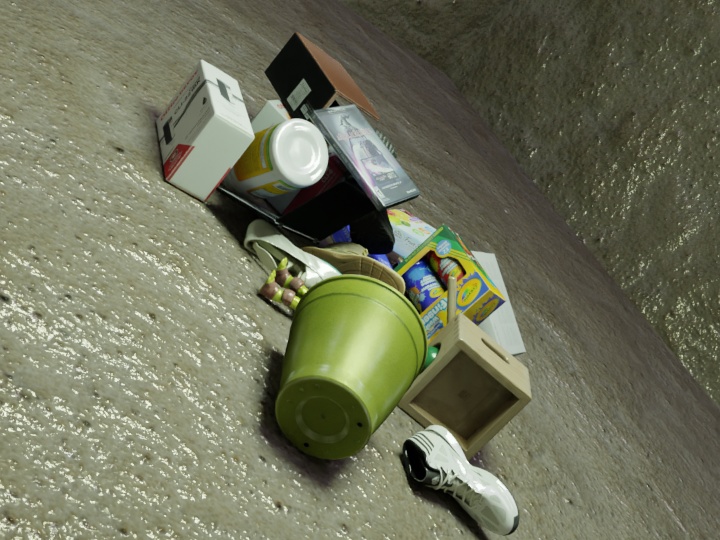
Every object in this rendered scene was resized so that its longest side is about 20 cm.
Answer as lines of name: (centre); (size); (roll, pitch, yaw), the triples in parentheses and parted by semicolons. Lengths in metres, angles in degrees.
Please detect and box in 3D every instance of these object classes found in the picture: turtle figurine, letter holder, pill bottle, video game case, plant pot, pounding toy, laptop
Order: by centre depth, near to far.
plant pot: (-0.026, 0.141, 1.302); (0.200, 0.200, 0.193); (40, 32, -7)
turtle figurine: (-0.071, 0.051, 1.529); (0.160, 0.065, 0.200); (36, 45, 2)
pounding toy: (0.162, 0.157, 1.598); (0.199, 0.184, 0.142); (39, 20, -9)
laptop: (-0.099, -0.121, 1.632); (0.199, 0.117, 0.187); (30, 2, 22)
pill bottle: (-0.152, -0.182, 1.655); (0.110, 0.199, 0.113); (5, 82, -36)
video game case: (0.009, -0.194, 1.658); (0.201, 0.019, 0.142); (54, 31, 7)
letter holder: (-0.068, -0.325, 1.829); (0.141, 0.101, 0.201); (23, 27, -45)

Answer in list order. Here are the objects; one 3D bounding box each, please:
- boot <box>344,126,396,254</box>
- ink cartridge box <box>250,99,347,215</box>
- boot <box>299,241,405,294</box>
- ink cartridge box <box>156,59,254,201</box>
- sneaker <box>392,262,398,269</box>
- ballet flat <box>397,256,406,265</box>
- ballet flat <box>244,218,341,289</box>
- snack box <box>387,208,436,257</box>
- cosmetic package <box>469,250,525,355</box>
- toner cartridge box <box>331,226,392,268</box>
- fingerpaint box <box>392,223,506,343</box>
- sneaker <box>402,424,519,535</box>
boot: (0.025, -0.143, 1.786); (0.212, 0.078, 0.160); (68, 29, -52)
ink cartridge box: (-0.122, -0.203, 1.837); (0.200, 0.145, 0.145); (44, 20, 6)
boot: (0.000, 0.000, 1.699); (0.197, 0.074, 0.155); (14, 10, 17)
ink cartridge box: (-0.262, -0.236, 1.633); (0.083, 0.145, 0.201); (29, 24, -32)
sneaker: (0.132, 0.007, 1.993); (0.199, 0.083, 0.071); (14, 34, -53)
ballet flat: (0.116, 0.045, 1.889); (0.200, 0.065, 0.071); (41, 13, -40)
ballet flat: (-0.110, -0.004, 1.598); (0.199, 0.070, 0.070); (37, 20, -5)
snack box: (0.125, -0.050, 1.936); (0.199, 0.053, 0.142); (34, 20, 18)
cosmetic package: (0.235, 0.067, 1.821); (0.150, 0.051, 0.203); (7, 64, -66)
toner cartridge box: (0.012, -0.017, 1.869); (0.094, 0.043, 0.201); (28, 25, -39)
fingerpaint box: (0.127, 0.050, 1.713); (0.073, 0.200, 0.168); (30, 23, -51)
sneaker: (0.133, 0.316, 1.417); (0.200, 0.076, 0.115); (44, 27, 25)
